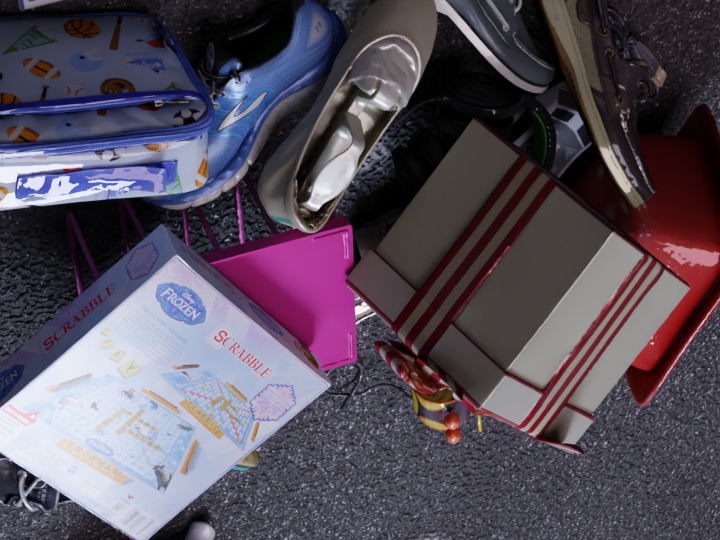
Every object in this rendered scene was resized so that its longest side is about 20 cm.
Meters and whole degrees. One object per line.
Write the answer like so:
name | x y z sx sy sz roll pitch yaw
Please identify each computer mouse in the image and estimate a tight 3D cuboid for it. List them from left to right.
computer mouse | 0.158 -0.124 1.537 0.200 0.044 0.109 -45 131 9

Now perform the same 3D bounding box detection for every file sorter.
file sorter | -0.118 0.007 1.439 0.198 0.126 0.140 -16 133 -15

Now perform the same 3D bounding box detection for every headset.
headset | 0.065 -0.110 1.462 0.199 0.094 0.124 26 105 -41

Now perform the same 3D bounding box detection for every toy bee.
toy bee | 0.085 0.104 1.646 0.199 0.109 0.131 -35 136 2

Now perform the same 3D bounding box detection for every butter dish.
butter dish | 0.215 -0.026 1.554 0.146 0.201 0.201 14 130 -18

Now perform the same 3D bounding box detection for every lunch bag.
lunch bag | -0.198 -0.109 1.273 0.198 0.161 0.076 -8 131 -21

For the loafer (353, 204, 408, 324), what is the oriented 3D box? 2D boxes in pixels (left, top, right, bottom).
loafer | 0.000 0.000 1.542 0.199 0.072 0.063 -39 128 11

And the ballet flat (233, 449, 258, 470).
ballet flat | -0.151 0.118 1.564 0.199 0.071 0.071 21 116 -39

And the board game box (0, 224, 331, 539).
board game box | -0.154 0.089 1.371 0.199 0.041 0.200 -39 134 8

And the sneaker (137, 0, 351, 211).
sneaker | -0.101 -0.131 1.368 0.200 0.079 0.089 -46 137 2

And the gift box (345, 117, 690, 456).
gift box | 0.119 0.027 1.402 0.187 0.200 0.184 -52 141 8

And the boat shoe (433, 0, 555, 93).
boat shoe | 0.098 -0.206 1.414 0.062 0.073 0.200 -41 130 15

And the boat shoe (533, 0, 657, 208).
boat shoe | 0.194 -0.148 1.450 0.064 0.073 0.202 -23 99 8

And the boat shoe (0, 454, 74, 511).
boat shoe | -0.266 0.166 1.535 0.198 0.068 0.072 -2 128 -27

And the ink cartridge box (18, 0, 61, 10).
ink cartridge box | -0.148 -0.285 1.234 0.198 0.043 0.198 -14 134 -14

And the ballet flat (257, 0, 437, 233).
ballet flat | -0.001 -0.113 1.347 0.069 0.069 0.201 26 100 -41

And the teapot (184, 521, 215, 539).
teapot | -0.196 0.361 1.694 0.198 0.146 0.199 -19 107 11
